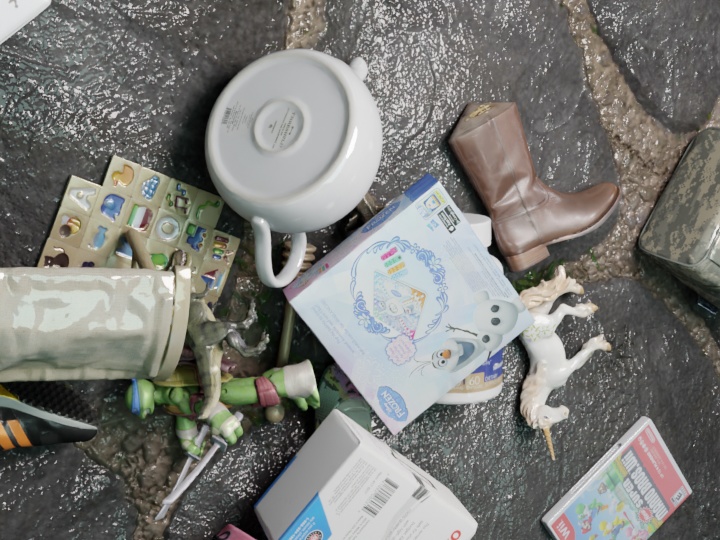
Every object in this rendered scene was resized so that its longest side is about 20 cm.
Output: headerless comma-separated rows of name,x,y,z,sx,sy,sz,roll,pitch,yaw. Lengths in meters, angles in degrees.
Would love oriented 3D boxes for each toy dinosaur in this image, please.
toy dinosaur,0.000,0.000,1.401,0.076,0.102,0.203,12,104,-18
toy dinosaur,-0.142,0.065,1.295,0.087,0.202,0.048,-8,142,-16

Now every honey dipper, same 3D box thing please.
honey dipper,-0.080,0.070,1.403,0.037,0.038,0.203,3,102,-27

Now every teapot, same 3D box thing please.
teapot,-0.057,-0.116,1.313,0.198,0.199,0.146,-31,155,8

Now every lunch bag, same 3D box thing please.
lunch bag,0.471,-0.055,1.603,0.167,0.139,0.202,30,86,-28

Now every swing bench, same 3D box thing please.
swing bench,-0.282,0.039,1.189,0.196,0.200,0.132,2,101,-25

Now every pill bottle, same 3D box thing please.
pill bottle,0.108,0.041,1.450,0.110,0.111,0.203,-7,103,-26

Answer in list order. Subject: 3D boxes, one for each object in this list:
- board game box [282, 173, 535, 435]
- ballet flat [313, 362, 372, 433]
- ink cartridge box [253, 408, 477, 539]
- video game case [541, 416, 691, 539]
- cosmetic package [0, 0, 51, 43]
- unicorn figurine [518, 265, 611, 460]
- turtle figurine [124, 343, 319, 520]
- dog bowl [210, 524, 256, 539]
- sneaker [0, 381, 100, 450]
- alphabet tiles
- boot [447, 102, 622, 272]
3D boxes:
board game box,0.053,0.038,1.348,0.198,0.043,0.201,-38,113,-2
ballet flat,-0.021,0.206,1.439,0.068,0.071,0.203,7,97,-30
ink cartridge box,0.007,0.269,1.383,0.200,0.084,0.146,39,92,-32
video game case,0.340,0.310,1.679,0.200,0.017,0.144,-42,116,-14
cosmetic package,-0.393,-0.248,1.080,0.165,0.199,0.166,-41,116,-14
unicorn figurine,0.238,0.105,1.561,0.136,0.074,0.202,-28,98,-9
turtle figurine,-0.139,0.167,1.324,0.191,0.202,0.145,-12,144,-16
dog bowl,-0.090,0.345,1.363,0.200,0.199,0.074,38,75,-28
sneaker,-0.361,0.152,1.261,0.198,0.070,0.091,17,107,-29
alphabet tiles,-0.227,-0.018,1.323,0.198,0.006,0.169,20,91,-29
boot,0.207,-0.127,1.501,0.185,0.064,0.202,-33,109,-20
